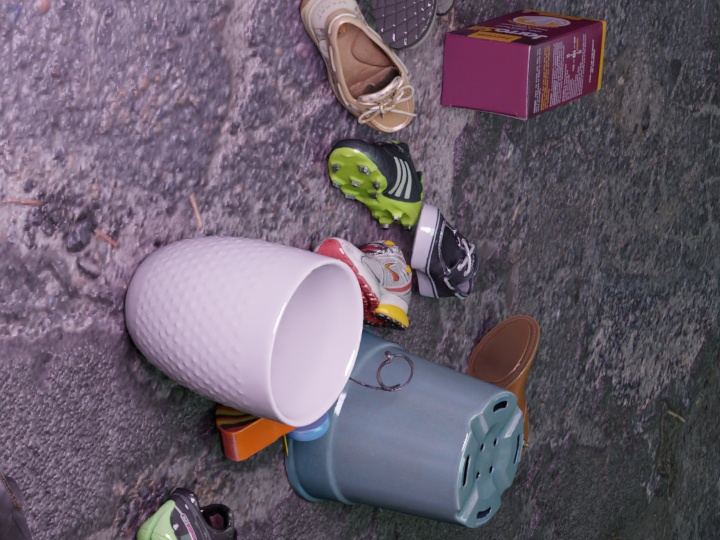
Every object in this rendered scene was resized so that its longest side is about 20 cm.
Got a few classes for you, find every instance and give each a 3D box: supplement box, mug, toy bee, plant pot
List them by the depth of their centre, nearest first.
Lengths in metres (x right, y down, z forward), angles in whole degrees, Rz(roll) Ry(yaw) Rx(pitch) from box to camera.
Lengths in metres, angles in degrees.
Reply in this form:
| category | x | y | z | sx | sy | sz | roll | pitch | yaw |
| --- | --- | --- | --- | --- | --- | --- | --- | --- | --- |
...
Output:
| category | x | y | z | sx | sy | sz | roll | pitch | yaw |
| --- | --- | --- | --- | --- | --- | --- | --- | --- | --- |
| mug | -0.098 | 0.050 | 1.464 | 0.200 | 0.175 | 0.148 | 32 | 74 | -60 |
| toy bee | -0.066 | 0.122 | 1.650 | 0.200 | 0.109 | 0.131 | -1 | 113 | -34 |
| plant pot | 0.054 | 0.176 | 1.762 | 0.200 | 0.196 | 0.200 | -32 | 129 | -50 |
| supplement box | 0.189 | -0.238 | 1.903 | 0.200 | 0.110 | 0.086 | -26 | 124 | -54 |

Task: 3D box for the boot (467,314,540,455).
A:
| category | x | y | z | sx | sy | sz | roll | pitch | yaw |
| --- | --- | --- | --- | --- | --- | --- | --- | --- | --- |
| boot | 0.188 | 0.161 | 2.115 | 0.200 | 0.074 | 0.155 | -61 | 148 | -3 |

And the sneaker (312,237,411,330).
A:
| category | x | y | z | sx | sy | sz | roll | pitch | yaw |
| --- | --- | --- | --- | --- | --- | --- | --- | --- | --- |
| sneaker | 0.000 | 0.000 | 1.730 | 0.200 | 0.078 | 0.082 | 42 | 58 | -65 |

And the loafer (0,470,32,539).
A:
| category | x | y | z | sx | sy | sz | roll | pitch | yaw |
| --- | --- | --- | --- | --- | --- | --- | --- | --- | --- |
| loafer | -0.297 | 0.183 | 1.296 | 0.072 | 0.073 | 0.200 | -56 | 156 | -46 |

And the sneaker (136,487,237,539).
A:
| category | x | y | z | sx | sy | sz | roll | pitch | yaw |
| --- | --- | --- | --- | --- | --- | --- | --- | --- | --- |
| sneaker | -0.138 | 0.270 | 1.592 | 0.084 | 0.077 | 0.200 | -60 | 148 | -19 |

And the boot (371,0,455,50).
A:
| category | x | y | z | sx | sy | sz | roll | pitch | yaw |
| --- | --- | --- | --- | --- | --- | --- | --- | --- | --- |
| boot | 0.065 | -0.288 | 1.657 | 0.131 | 0.068 | 0.200 | 39 | 43 | -56 |

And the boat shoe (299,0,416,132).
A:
| category | x | y | z | sx | sy | sz | roll | pitch | yaw |
| --- | --- | --- | --- | --- | --- | --- | --- | --- | --- |
| boat shoe | 0.003 | -0.194 | 1.626 | 0.073 | 0.063 | 0.200 | -35 | 137 | 4 |

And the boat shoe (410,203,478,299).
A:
| category | x | y | z | sx | sy | sz | roll | pitch | yaw |
| --- | --- | --- | --- | --- | --- | --- | --- | --- | --- |
| boat shoe | 0.096 | -0.014 | 1.827 | 0.200 | 0.068 | 0.072 | 75 | 27 | -67 |

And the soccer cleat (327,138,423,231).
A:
| category | x | y | z | sx | sy | sz | roll | pitch | yaw |
| --- | --- | --- | --- | --- | --- | --- | --- | --- | --- |
| soccer cleat | 0.018 | -0.106 | 1.721 | 0.200 | 0.067 | 0.081 | 44 | 54 | -64 |
